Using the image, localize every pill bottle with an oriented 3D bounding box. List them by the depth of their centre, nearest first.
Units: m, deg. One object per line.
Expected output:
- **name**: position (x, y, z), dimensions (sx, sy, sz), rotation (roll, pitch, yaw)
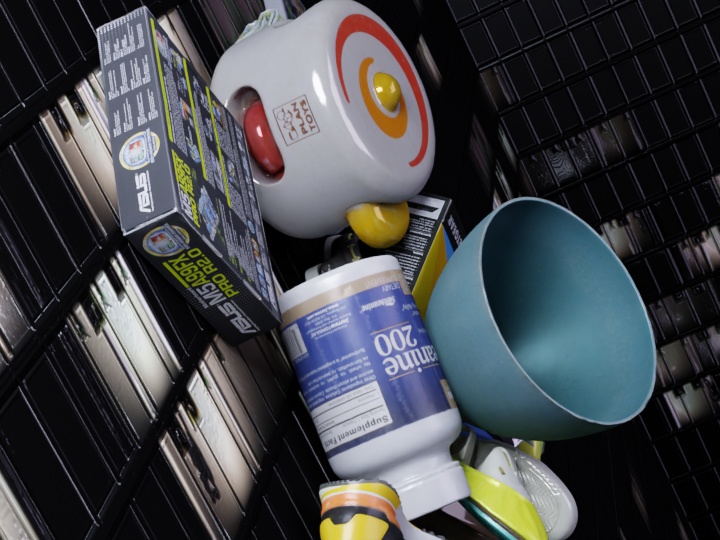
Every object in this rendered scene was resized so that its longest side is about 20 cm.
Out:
- **pill bottle**: position (0.014, 0.099, 1.321), dimensions (0.201, 0.110, 0.111), rotation (68, 13, 8)

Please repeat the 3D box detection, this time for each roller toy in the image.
- **roller toy**: position (-0.026, -0.129, 1.419), dimensions (0.182, 0.139, 0.201), rotation (42, 39, -38)

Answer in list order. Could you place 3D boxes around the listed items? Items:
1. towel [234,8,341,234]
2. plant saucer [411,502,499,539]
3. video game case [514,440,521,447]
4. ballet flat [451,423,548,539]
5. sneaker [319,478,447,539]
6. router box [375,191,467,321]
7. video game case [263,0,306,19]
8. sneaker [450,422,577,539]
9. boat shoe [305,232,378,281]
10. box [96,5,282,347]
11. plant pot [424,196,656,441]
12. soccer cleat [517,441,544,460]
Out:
- **towel**: position (-0.060, -0.145, 1.598), dimensions (0.201, 0.048, 0.171), rotation (63, 14, -16)
- **plant saucer**: position (0.118, 0.236, 1.459), dimensions (0.199, 0.030, 0.200), rotation (26, 0, 0)
- **video game case**: position (0.100, 0.086, 1.641), dimensions (0.143, 0.018, 0.200), rotation (-37, 91, -39)
- **ballet flat**: position (0.088, 0.167, 1.379), dimensions (0.199, 0.067, 0.067), rotation (28, -13, 36)
- **sneaker**: position (0.021, 0.233, 1.250), dimensions (0.200, 0.070, 0.090), rotation (52, 35, -49)
- **router box**: position (0.056, 0.041, 1.507), dimensions (0.150, 0.051, 0.200), rotation (-66, 156, -20)
- **video game case**: position (-0.056, -0.231, 1.792), dimensions (0.183, 0.023, 0.201), rotation (57, 12, -39)
- **sneaker**: position (0.122, 0.179, 1.462), dimensions (0.111, 0.199, 0.077), rotation (8, 99, -54)
- **boat shoe**: position (0.000, 0.000, 1.554), dimensions (0.072, 0.060, 0.201), rotation (64, 13, -8)
- **box**: position (-0.124, -0.068, 1.207), dimensions (0.160, 0.044, 0.201), rotation (50, 20, -50)
- **plant pot**: position (0.128, 0.060, 1.383), dimensions (0.199, 0.135, 0.201), rotation (24, 49, -31)
- **soccer cleat**: position (0.127, 0.118, 1.695), dimensions (0.083, 0.065, 0.201), rotation (2, 66, -43)
